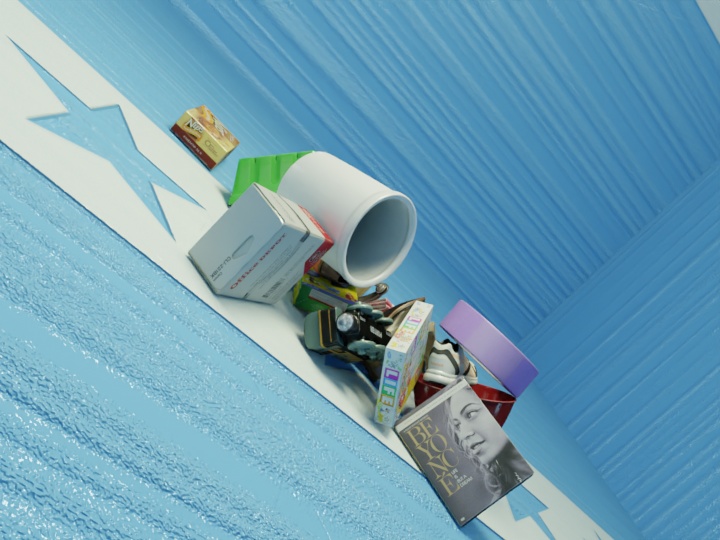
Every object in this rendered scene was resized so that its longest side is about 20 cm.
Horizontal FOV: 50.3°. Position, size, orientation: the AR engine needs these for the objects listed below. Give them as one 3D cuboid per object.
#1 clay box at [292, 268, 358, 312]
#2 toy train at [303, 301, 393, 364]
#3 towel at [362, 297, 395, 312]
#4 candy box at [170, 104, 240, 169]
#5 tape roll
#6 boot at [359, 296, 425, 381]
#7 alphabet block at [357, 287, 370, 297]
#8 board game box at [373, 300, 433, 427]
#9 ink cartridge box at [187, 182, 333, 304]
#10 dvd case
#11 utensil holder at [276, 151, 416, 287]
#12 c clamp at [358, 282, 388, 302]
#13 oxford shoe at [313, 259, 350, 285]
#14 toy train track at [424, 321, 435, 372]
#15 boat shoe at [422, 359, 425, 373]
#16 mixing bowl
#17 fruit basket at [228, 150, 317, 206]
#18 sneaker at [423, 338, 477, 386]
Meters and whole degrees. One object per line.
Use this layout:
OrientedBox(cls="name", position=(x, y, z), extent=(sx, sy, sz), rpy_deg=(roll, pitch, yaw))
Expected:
OrientedBox(cls="clay box", position=(-0.066, 0.032, 1.433), extent=(0.113, 0.048, 0.201), rpy_deg=(23, 16, -11))
OrientedBox(cls="toy train", position=(-0.013, 0.109, 1.272), extent=(0.200, 0.112, 0.087), rpy_deg=(36, 47, -64))
OrientedBox(cls="towel", position=(0.070, 0.123, 1.590), extent=(0.200, 0.030, 0.145), rpy_deg=(43, -28, -28))
OrientedBox(cls="candy box", position=(-0.323, -0.284, 1.618), extent=(0.116, 0.055, 0.200), rpy_deg=(46, 9, -12))
OrientedBox(cls="tape roll", position=(0.241, 0.147, 1.443), extent=(0.200, 0.066, 0.200), rpy_deg=(44, 0, 0))
OrientedBox(cls="boot", position=(0.063, 0.125, 1.441), extent=(0.074, 0.198, 0.098), rpy_deg=(-23, -86, 56))
OrientedBox(cls="alphabet block", position=(-0.025, -0.076, 1.701), extent=(0.196, 0.200, 0.196), rpy_deg=(45, 10, -13))
OrientedBox(cls="board game box", position=(0.075, 0.152, 1.290), extent=(0.034, 0.137, 0.200), rpy_deg=(13, 23, 14))
OrientedBox(cls="ink cartridge box", position=(-0.143, -0.034, 1.148), extent=(0.084, 0.144, 0.200), rpy_deg=(48, 9, 16))
OrientedBox(cls="dvd case", position=(0.165, 0.291, 1.257), extent=(0.201, 0.147, 0.016), rpy_deg=(53, -12, 30))
OrientedBox(cls="utensil holder", position=(-0.029, -0.092, 1.321), extent=(0.199, 0.172, 0.169), rpy_deg=(34, 0, 37))
OrientedBox(cls="c clamp", position=(-0.010, 0.011, 1.554), extent=(0.200, 0.168, 0.028), rpy_deg=(50, 29, -44))
OrientedBox(cls="oxford shoe", position=(0.000, 0.000, 1.439), extent=(0.198, 0.072, 0.072), rpy_deg=(-6, 37, -47))
OrientedBox(cls="toy train track", position=(0.139, 0.200, 1.530), extent=(0.033, 0.112, 0.204), rpy_deg=(-53, 141, -59))
OrientedBox(cls="boat shoe", position=(0.094, 0.192, 1.591), extent=(0.199, 0.058, 0.066), rpy_deg=(40, -28, -23))
OrientedBox(cls="mixing bowl", position=(0.181, 0.267, 1.412), extent=(0.195, 0.111, 0.200), rpy_deg=(11, 1, 0))
OrientedBox(cls="fruit basket", position=(-0.142, -0.117, 1.500), extent=(0.216, 0.215, 0.155), rpy_deg=(49, 10, 11))
OrientedBox(cls="sneaker", position=(0.177, 0.170, 1.426), extent=(0.072, 0.082, 0.199), rpy_deg=(9, -2, 22))
